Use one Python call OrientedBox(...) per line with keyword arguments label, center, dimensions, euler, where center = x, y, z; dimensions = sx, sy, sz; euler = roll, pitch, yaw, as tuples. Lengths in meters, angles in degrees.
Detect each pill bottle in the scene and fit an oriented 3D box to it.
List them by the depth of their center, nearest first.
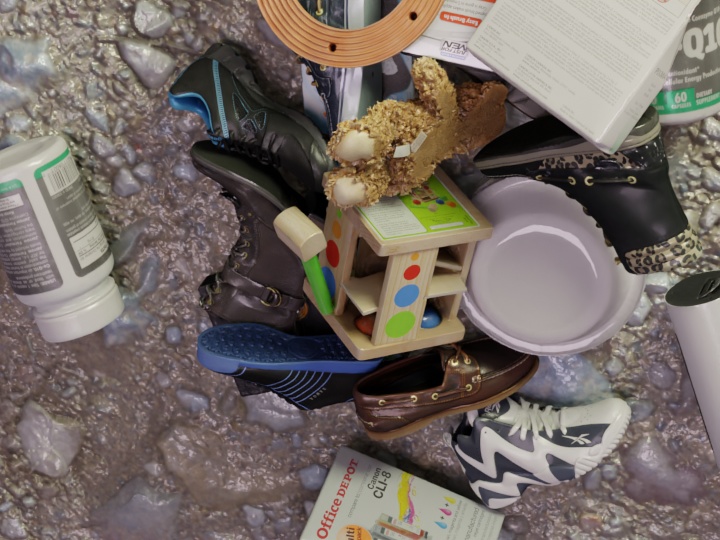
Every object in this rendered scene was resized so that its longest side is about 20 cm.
OrientedBox(label="pill bottle", center=(0.273, -0.243, 1.490), dimensions=(0.113, 0.113, 0.201), euler=(-3, 113, 16))
OrientedBox(label="pill bottle", center=(-0.331, -0.032, 1.754), dimensions=(0.113, 0.113, 0.201), euler=(-12, 110, 19))

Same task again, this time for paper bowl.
OrientedBox(label="paper bowl", center=(0.185, -0.008, 1.636), dimensions=(0.200, 0.104, 0.201), euler=(6, 114, 12))

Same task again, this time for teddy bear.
OrientedBox(label="teddy bear", center=(0.043, -0.128, 1.524), dimensions=(0.067, 0.200, 0.145), euler=(39, 158, 38))

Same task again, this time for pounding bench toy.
OrientedBox(label="pounding bench toy", center=(0.000, 0.000, 1.597), dimensions=(0.199, 0.124, 0.156), euler=(-10, 130, -29))

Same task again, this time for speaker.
OrientedBox(label="speaker", center=(0.370, 0.102, 1.651), dimensions=(0.081, 0.081, 0.201), euler=(-14, 110, 20))

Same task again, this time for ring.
OrientedBox(label="ring", center=(-0.007, -0.285, 1.508), dimensions=(0.200, 0.019, 0.201), euler=(1, 91, 22))

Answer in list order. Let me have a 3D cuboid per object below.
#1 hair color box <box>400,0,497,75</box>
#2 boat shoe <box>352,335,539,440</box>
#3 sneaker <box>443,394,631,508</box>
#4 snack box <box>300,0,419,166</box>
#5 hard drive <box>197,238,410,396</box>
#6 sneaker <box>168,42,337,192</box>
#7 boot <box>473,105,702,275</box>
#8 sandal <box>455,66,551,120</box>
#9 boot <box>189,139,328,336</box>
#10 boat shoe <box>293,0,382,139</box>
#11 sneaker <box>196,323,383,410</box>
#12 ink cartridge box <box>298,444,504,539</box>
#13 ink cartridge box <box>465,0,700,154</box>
OrientedBox(label="hair color box", center=(0.109, -0.287, 1.516), dimensions=(0.110, 0.064, 0.201), euler=(14, 95, 8))
OrientedBox(label="boat shoe", center=(0.088, 0.110, 1.696), dimensions=(0.199, 0.070, 0.071), euler=(-24, 128, -7))
OrientedBox(label="sneaker", center=(0.173, 0.159, 1.728), dimensions=(0.199, 0.080, 0.130), euler=(-29, 113, 35))
OrientedBox(label="snack box", center=(0.000, -0.201, 1.632), dimensions=(0.116, 0.037, 0.201), euler=(3, 115, 15))
OrientedBox(label="hard drive", center=(-0.059, 0.051, 1.763), dimensions=(0.199, 0.038, 0.140), euler=(-14, 110, 21))
OrientedBox(label="sneaker", center=(-0.105, -0.136, 1.634), dimensions=(0.200, 0.082, 0.073), euler=(41, 154, 18))
OrientedBox(label="boot", center=(0.210, -0.066, 1.523), dimensions=(0.203, 0.073, 0.154), euler=(-6, 119, 44))
OrientedBox(label="sandal", center=(0.128, -0.218, 1.580), dimensions=(0.200, 0.055, 0.082), euler=(38, 99, -1))
OrientedBox(label="boot", center=(-0.119, -0.022, 1.683), dimensions=(0.200, 0.069, 0.174), euler=(31, 117, -8))
OrientedBox(label="boat shoe", center=(-0.031, -0.203, 1.585), dimensions=(0.091, 0.071, 0.201), euler=(10, 112, 19))
OrientedBox(label="sneaker", center=(-0.076, 0.107, 1.705), dimensions=(0.199, 0.070, 0.078), euler=(6, 124, -15))
OrientedBox(label="ink cartridge box", center=(0.029, 0.315, 1.784), dimensions=(0.199, 0.146, 0.145), euler=(22, 136, 3))
OrientedBox(label="ink cartridge box", center=(0.210, -0.227, 1.423), dimensions=(0.161, 0.050, 0.200), euler=(41, 100, 26))
